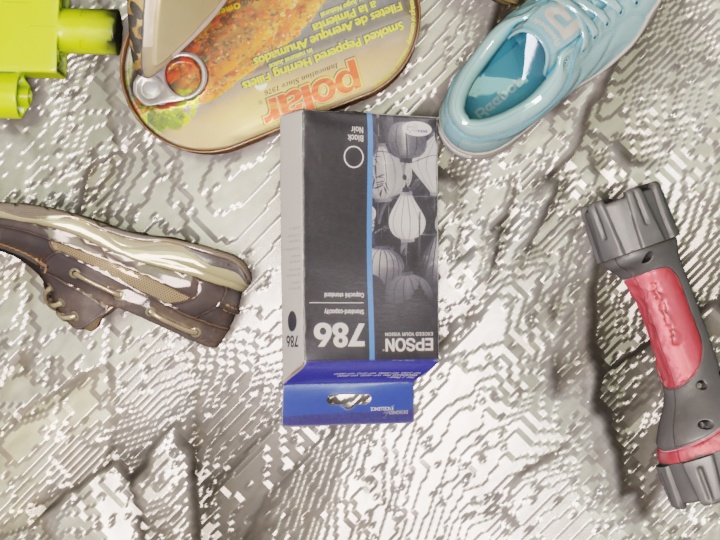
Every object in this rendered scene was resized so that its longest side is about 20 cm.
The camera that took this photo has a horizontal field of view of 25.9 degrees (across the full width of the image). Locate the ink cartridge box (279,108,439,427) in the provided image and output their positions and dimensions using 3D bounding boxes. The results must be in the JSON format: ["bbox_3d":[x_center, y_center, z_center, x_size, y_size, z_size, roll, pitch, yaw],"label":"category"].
[{"bbox_3d":[0.000,0.000,0.993,0.099,0.039,0.200,0,89,-28],"label":"ink cartridge box"}]

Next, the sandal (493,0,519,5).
[{"bbox_3d":[0.028,-0.241,0.998,0.200,0.080,0.054,34,101,-3],"label":"sandal"}]

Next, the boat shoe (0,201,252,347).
[{"bbox_3d":[-0.172,0.004,1.002,0.200,0.074,0.073,13,89,4],"label":"boat shoe"}]

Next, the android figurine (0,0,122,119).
[{"bbox_3d":[-0.256,-0.190,1.029,0.200,0.041,0.182,4,89,1],"label":"android figurine"}]

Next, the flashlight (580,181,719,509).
[{"bbox_3d":[0.193,0.047,0.989,0.068,0.068,0.200,-20,89,-3],"label":"flashlight"}]

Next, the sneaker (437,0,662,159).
[{"bbox_3d":[0.129,-0.149,0.990,0.074,0.082,0.200,41,90,2],"label":"sneaker"}]

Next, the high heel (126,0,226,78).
[{"bbox_3d":[-0.135,-0.230,1.007,0.143,0.071,0.200,25,98,43],"label":"high heel"}]

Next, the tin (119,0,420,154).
[{"bbox_3d":[-0.057,-0.145,1.020,0.200,0.042,0.112,-20,84,2],"label":"tin"}]
